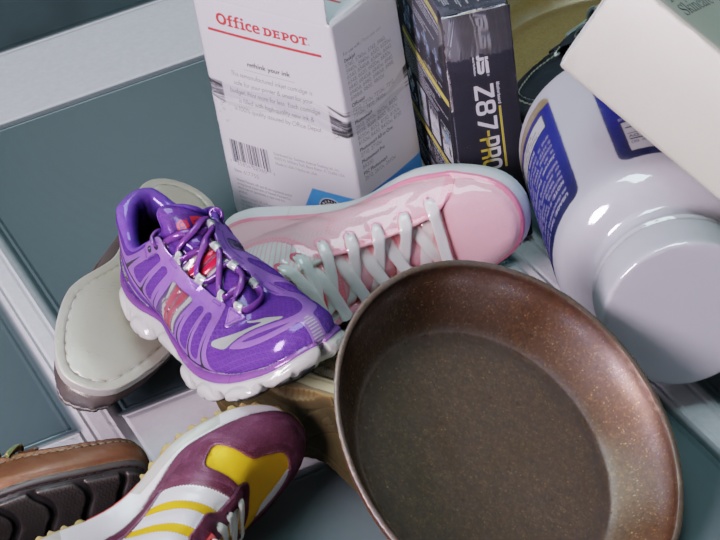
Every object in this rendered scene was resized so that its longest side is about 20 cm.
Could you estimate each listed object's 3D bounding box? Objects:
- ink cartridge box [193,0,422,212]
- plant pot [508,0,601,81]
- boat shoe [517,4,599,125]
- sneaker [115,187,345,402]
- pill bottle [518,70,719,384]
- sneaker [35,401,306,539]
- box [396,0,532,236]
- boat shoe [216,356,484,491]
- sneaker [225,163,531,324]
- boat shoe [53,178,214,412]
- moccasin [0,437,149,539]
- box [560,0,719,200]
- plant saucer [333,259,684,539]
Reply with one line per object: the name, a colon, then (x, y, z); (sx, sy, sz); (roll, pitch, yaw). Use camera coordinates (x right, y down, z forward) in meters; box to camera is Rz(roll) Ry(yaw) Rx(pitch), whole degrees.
ink cartridge box: (-0.033, -0.124, 1.515); (0.115, 0.201, 0.068); (17, 41, 36)
plant pot: (0.169, -0.155, 1.669); (0.198, 0.028, 0.201); (-8, 33, 5)
boat shoe: (0.158, -0.154, 1.587); (0.072, 0.063, 0.200); (19, 43, 38)
sneaker: (-0.082, 0.009, 1.326); (0.080, 0.084, 0.200); (-29, 32, -25)
pill bottle: (0.162, -0.028, 1.386); (0.119, 0.121, 0.201); (-10, 32, 0)
sneaker: (-0.090, 0.147, 1.240); (0.199, 0.075, 0.090); (-36, 48, -24)
box: (0.055, -0.132, 1.540); (0.049, 0.162, 0.200); (-14, 31, -6)
boat shoe: (0.002, 0.075, 1.319); (0.063, 0.074, 0.200); (-38, 34, -30)
sneaker: (0.000, 0.000, 1.429); (0.198, 0.076, 0.105); (-9, 27, 16)
boat shoe: (-0.137, 0.023, 1.449); (0.071, 0.060, 0.201); (24, 37, -4)
moccasin: (-0.208, 0.128, 1.302); (0.200, 0.074, 0.078); (-20, 40, 3)
box: (0.211, -0.080, 1.314); (0.200, 0.069, 0.082); (41, 29, 11)
plant saucer: (0.069, 0.090, 1.224); (0.199, 0.037, 0.202); (16, 52, -21)
